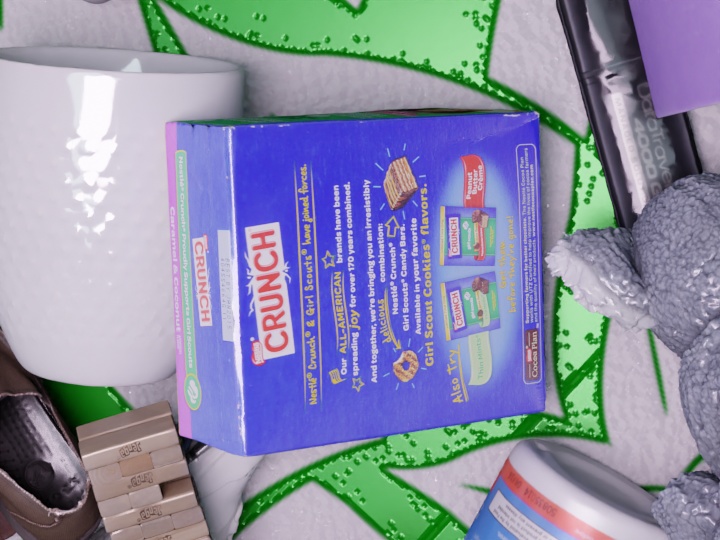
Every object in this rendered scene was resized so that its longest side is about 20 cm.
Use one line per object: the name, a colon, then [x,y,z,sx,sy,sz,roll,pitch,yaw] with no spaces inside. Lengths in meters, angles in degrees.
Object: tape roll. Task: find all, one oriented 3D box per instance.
tape roll: [0.237,-0.141,1.008,0.199,0.200,0.085,-13,92,11]

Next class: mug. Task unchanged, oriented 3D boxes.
mug: [-0.168,-0.032,1.113,0.199,0.148,0.176,3,100,-6]

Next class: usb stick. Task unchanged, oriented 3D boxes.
usb stick: [0.159,-0.073,1.114,0.055,0.033,0.201,-16,92,4]

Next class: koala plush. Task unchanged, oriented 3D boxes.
koala plush: [0.206,0.028,1.019,0.177,0.184,0.201,-26,62,-4]

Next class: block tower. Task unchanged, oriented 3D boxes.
block tower: [-0.104,0.168,1.110,0.057,0.054,0.201,-16,116,-6]

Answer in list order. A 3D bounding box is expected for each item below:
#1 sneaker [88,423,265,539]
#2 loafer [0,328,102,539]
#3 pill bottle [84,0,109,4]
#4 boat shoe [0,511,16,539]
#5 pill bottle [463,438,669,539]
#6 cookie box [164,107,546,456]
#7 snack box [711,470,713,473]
sneaker: [-0.107,0.158,1.173,0.087,0.075,0.200,37,103,-12]
loafer: [-0.211,0.069,1.138,0.073,0.071,0.200,-42,91,-25]
pill bottle: [-0.098,-0.246,1.104,0.199,0.116,0.116,-31,89,11]
boat shoe: [-0.263,0.078,1.194,0.072,0.072,0.201,-23,79,-19]
pill bottle: [0.090,0.205,1.110,0.112,0.112,0.201,29,98,7]
cookie box: [0.000,0.000,1.070,0.199,0.075,0.172,-5,96,-34]
snack box: [0.258,0.070,1.105,0.115,0.037,0.201,7,96,10]
